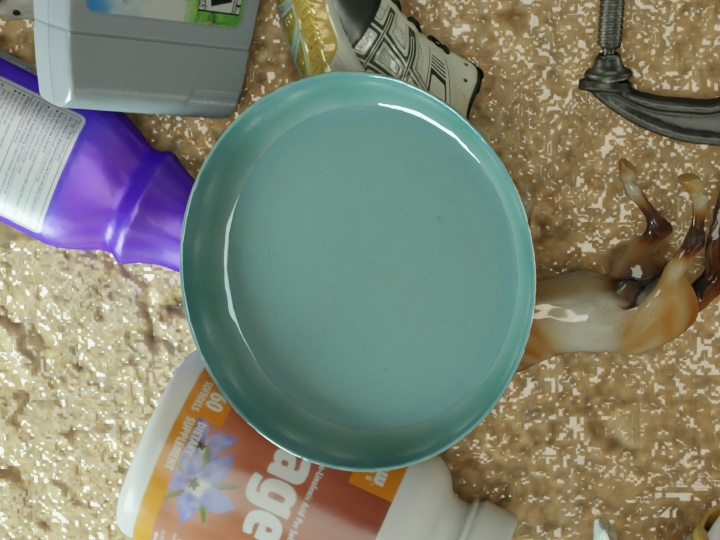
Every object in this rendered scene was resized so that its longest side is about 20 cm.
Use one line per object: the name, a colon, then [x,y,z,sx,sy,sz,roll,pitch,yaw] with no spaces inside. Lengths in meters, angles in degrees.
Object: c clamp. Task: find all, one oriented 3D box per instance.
c clamp: [0.156,-0.164,1.093,0.169,0.027,0.202,-2,98,4]

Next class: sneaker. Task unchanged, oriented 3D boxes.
sneaker: [0.017,-0.107,1.116,0.087,0.076,0.201,-21,93,-12]

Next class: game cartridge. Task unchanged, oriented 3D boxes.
game cartridge: [-0.103,-0.180,1.086,0.040,0.133,0.202,24,107,46]

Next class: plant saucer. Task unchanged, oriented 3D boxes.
plant saucer: [0.000,0.000,1.064,0.199,0.027,0.202,3,97,25]

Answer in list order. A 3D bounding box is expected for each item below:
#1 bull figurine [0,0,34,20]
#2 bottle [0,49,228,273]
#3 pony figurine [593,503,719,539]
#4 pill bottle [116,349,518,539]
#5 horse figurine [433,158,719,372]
bull figurine: [-0.182,-0.233,1.120,0.121,0.065,0.201,-21,98,8]
bottle: [-0.160,-0.056,1.146,0.199,0.065,0.084,26,104,4]
pony figurine: [0.135,0.202,1.072,0.200,0.193,0.167,-39,98,7]
pill bottle: [-0.021,0.130,1.133,0.199,0.112,0.113,24,103,4]
horse figurine: [0.119,0.005,1.107,0.198,0.050,0.133,-11,128,1]
